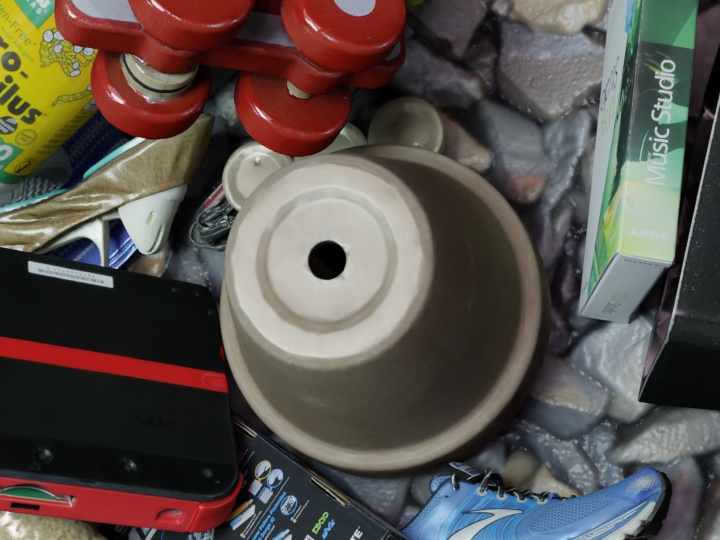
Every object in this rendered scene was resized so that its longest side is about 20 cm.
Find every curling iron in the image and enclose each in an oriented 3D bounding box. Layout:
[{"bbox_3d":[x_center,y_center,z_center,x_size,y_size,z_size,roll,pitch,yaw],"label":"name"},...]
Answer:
[{"bbox_3d":[-0.036,-0.086,1.045,0.050,0.026,0.200,42,90,19],"label":"curling iron"}]

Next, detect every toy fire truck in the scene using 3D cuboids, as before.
[{"bbox_3d":[-0.067,-0.166,0.871,0.198,0.112,0.170,6,61,-20],"label":"toy fire truck"}]

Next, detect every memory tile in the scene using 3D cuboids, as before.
[{"bbox_3d":[0.000,0.000,0.997,0.152,0.017,0.202,-17,76,9],"label":"memory tile"}]

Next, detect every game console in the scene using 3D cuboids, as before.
[{"bbox_3d":[-0.167,0.064,0.917,0.031,0.198,0.178,-57,33,37],"label":"game console"}]

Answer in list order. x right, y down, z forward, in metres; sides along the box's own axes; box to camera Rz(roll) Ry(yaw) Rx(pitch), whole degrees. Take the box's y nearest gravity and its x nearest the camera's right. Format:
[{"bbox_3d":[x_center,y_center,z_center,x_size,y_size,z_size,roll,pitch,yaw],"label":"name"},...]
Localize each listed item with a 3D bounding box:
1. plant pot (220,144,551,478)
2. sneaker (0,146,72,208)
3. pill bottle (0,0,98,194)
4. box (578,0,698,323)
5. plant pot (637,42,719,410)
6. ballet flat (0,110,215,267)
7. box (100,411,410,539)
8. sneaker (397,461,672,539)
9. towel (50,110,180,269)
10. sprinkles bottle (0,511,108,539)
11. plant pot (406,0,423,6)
[{"bbox_3d":[0.001,0.013,0.896,0.198,0.175,0.203,-2,80,11],"label":"plant pot"},{"bbox_3d":[-0.304,-0.073,1.078,0.199,0.074,0.119,-25,71,-3],"label":"sneaker"},{"bbox_3d":[-0.186,-0.149,0.964,0.200,0.113,0.113,-40,66,16],"label":"pill bottle"},{"bbox_3d":[0.160,-0.084,0.915,0.036,0.144,0.202,6,75,1],"label":"box"},{"bbox_3d":[0.260,-0.020,0.849,0.176,0.200,0.201,14,78,8],"label":"plant pot"},{"bbox_3d":[-0.171,-0.032,1.035,0.199,0.068,0.073,-25,85,7],"label":"ballet flat"},{"bbox_3d":[-0.086,0.197,0.928,0.198,0.050,0.201,27,82,47],"label":"box"},{"bbox_3d":[0.079,0.145,0.909,0.198,0.079,0.090,-20,71,12],"label":"sneaker"},{"bbox_3d":[-0.229,-0.060,1.100,0.145,0.024,0.200,-43,66,1],"label":"towel"},{"bbox_3d":[-0.213,0.122,0.920,0.068,0.068,0.200,-39,86,3],"label":"sprinkles bottle"},{"bbox_3d":[-0.003,-0.273,1.016,0.199,0.200,0.186,13,90,21],"label":"plant pot"}]
